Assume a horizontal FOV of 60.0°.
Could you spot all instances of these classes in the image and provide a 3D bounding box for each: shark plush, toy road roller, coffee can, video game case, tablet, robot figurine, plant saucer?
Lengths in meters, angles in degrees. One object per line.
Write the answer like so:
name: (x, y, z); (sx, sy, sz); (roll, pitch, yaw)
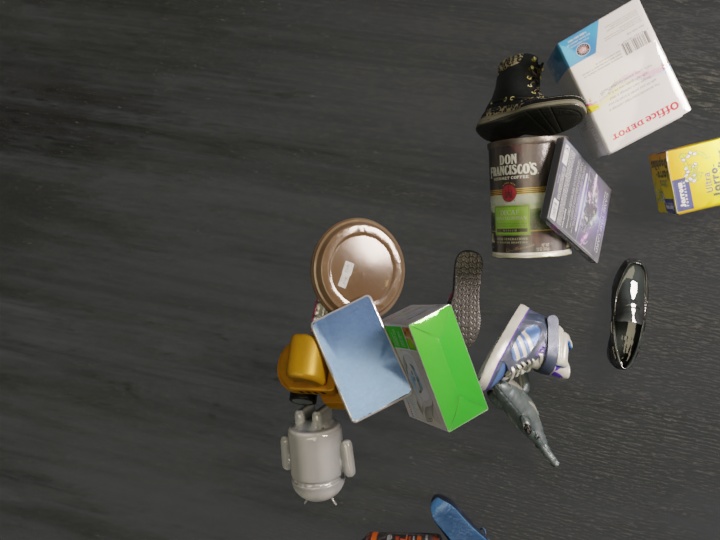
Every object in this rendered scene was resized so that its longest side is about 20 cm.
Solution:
shark plush: (0.307, 0.290, 1.193); (0.089, 0.083, 0.204); (-22, 91, 12)
toy road roller: (-0.065, 0.188, 1.199); (0.195, 0.147, 0.126); (0, 65, 13)
coffee can: (0.304, -0.130, 1.120); (0.142, 0.146, 0.206); (-3, 95, 11)
video game case: (0.377, -0.117, 1.079); (0.019, 0.198, 0.146); (3, 72, 45)
tablet: (0.001, 0.162, 1.155); (0.128, 0.014, 0.204); (-24, 82, -4)
robot figurine: (-0.088, 0.375, 1.261); (0.166, 0.112, 0.206); (-1, 96, 27)
plant saucer: (0.000, 0.000, 1.203); (0.195, 0.029, 0.206); (0, 89, -19)

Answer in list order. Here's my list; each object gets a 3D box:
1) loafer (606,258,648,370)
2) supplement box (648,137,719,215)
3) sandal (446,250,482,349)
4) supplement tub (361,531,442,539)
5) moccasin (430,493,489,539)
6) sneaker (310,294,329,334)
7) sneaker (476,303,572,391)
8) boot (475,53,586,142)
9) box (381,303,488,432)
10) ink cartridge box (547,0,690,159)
loafer: (0.495, 0.082, 1.143); (0.066, 0.070, 0.206); (6, 97, 9)
supplement box: (0.621, -0.173, 1.074); (0.195, 0.109, 0.112); (-13, 94, 11)
sandal: (0.202, 0.064, 1.217); (0.073, 0.045, 0.205); (10, 83, 4)
supplement tub: (0.068, 0.586, 1.257); (0.195, 0.107, 0.110); (-4, 95, 11)
moccasin: (0.215, 0.527, 1.245); (0.080, 0.068, 0.202); (-33, 90, 4)
sneaker: (-0.038, 0.036, 1.242); (0.085, 0.074, 0.205); (15, 90, -7)
sneaker: (0.313, 0.169, 1.143); (0.145, 0.081, 0.201); (33, 60, 11)
boot: (0.302, -0.312, 1.080); (0.201, 0.073, 0.157); (-2, 62, 46)
box: (0.128, 0.172, 1.158); (0.095, 0.176, 0.204); (-22, 95, -19)
ink cartridge box: (0.437, -0.320, 1.075); (0.144, 0.146, 0.204); (-26, 90, 11)
